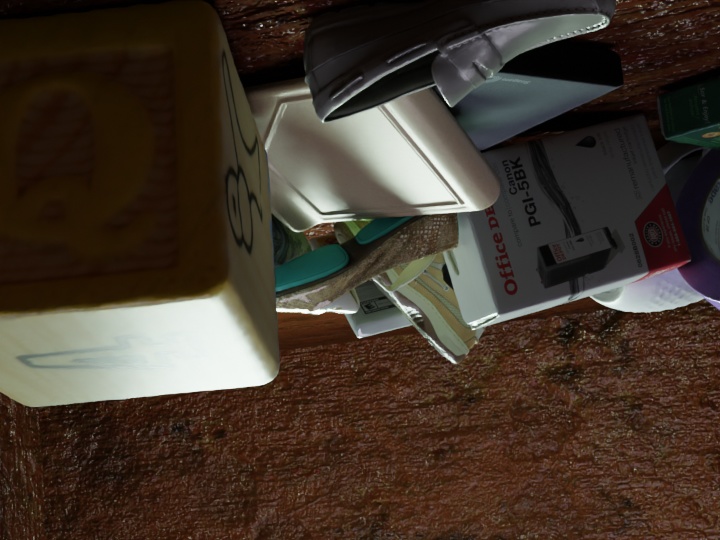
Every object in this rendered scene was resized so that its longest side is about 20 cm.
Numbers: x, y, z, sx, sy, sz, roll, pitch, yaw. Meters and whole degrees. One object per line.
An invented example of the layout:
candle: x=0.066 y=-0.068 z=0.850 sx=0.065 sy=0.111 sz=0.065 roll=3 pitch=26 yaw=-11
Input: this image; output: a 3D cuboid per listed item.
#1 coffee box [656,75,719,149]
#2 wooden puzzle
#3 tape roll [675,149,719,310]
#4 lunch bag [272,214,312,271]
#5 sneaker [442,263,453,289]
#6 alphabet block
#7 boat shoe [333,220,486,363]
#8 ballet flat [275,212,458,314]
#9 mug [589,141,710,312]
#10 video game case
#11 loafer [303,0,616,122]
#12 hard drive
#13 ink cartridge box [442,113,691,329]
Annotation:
coffee box: x=0.363 y=-0.146 z=0.841 sx=0.122 sy=0.044 sz=0.199 roll=0 pitch=170 yaw=-44
wooden puzzle: x=-0.013 y=-0.096 z=0.799 sx=0.199 sy=0.038 sz=0.185 roll=-7 pitch=149 yaw=31
tape roll: x=0.387 y=-0.042 z=0.921 sx=0.085 sy=0.201 sz=0.199 roll=31 pitch=151 yaw=-32
lunch bag: x=-0.164 y=-0.012 z=0.923 sx=0.200 sy=0.140 sz=0.168 roll=-42 pitch=157 yaw=12
sneaker: x=0.107 y=-0.059 z=1.146 sx=0.200 sy=0.120 sz=0.084 roll=-36 pitch=143 yaw=-31
alphabet block: x=-0.164 y=-0.032 z=0.667 sx=0.194 sy=0.197 sz=0.200 roll=-7 pitch=158 yaw=2
boat shoe: x=0.056 y=0.002 z=1.028 sx=0.200 sy=0.076 sz=0.072 roll=47 pitch=175 yaw=-26
ballet flat: x=0.000 y=0.000 z=0.887 sx=0.199 sy=0.066 sz=0.071 roll=-27 pitch=-156 yaw=1
mug: x=0.318 y=-0.052 z=1.069 sx=0.174 sy=0.148 sz=0.201 roll=-18 pitch=134 yaw=-25
video game case: x=0.061 y=-0.004 z=1.164 sx=0.198 sy=0.023 sz=0.182 roll=-13 pitch=-144 yaw=-14
loafer: x=0.059 y=-0.136 z=0.635 sx=0.198 sy=0.070 sz=0.070 roll=-9 pitch=170 yaw=22
hard drive: x=0.085 y=-0.132 z=0.804 sx=0.139 sy=0.033 sz=0.200 roll=0 pitch=169 yaw=-31
ink cartridge box: x=0.178 y=-0.045 z=0.937 sx=0.198 sy=0.148 sz=0.083 roll=-16 pitch=174 yaw=-15
